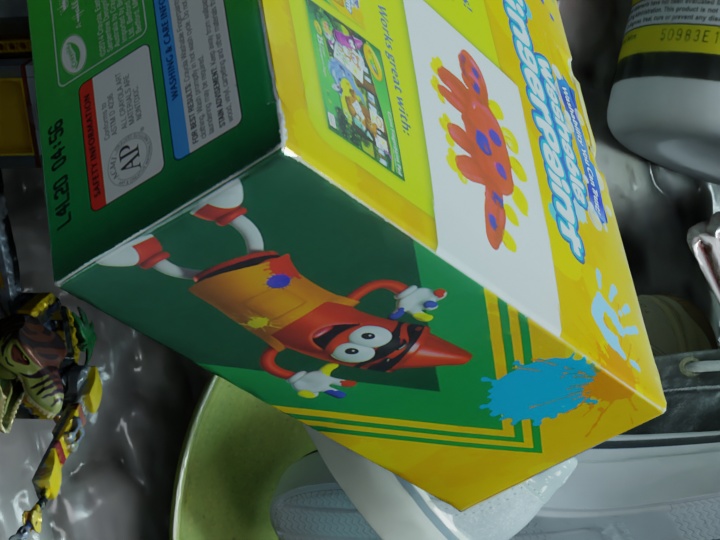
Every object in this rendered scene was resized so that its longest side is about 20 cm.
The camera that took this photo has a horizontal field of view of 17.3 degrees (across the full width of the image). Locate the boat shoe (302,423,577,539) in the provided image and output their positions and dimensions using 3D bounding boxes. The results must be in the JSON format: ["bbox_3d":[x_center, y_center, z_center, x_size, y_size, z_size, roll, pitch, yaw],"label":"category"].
[{"bbox_3d":[0.000,0.000,0.728,0.071,0.201,0.070,-36,153,8],"label":"boat shoe"}]

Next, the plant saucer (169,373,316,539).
[{"bbox_3d":[0.008,0.083,0.834,0.199,0.031,0.201,-4,96,-38],"label":"plant saucer"}]

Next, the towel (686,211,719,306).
[{"bbox_3d":[0.173,0.062,0.851,0.032,0.200,0.192,-27,89,9],"label":"towel"}]

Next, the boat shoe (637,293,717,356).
[{"bbox_3d":[0.084,0.108,0.839,0.064,0.071,0.201,5,83,-33],"label":"boat shoe"}]

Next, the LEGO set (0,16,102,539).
[{"bbox_3d":[-0.100,0.006,0.633,0.200,0.115,0.155,-32,120,-68],"label":"LEGO set"}]

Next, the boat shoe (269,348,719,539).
[{"bbox_3d":[0.070,0.064,0.759,0.072,0.199,0.071,67,28,-42],"label":"boat shoe"}]

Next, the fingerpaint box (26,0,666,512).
[{"bbox_3d":[-0.010,-0.059,0.623,0.167,0.073,0.201,32,38,-46],"label":"fingerpaint box"}]

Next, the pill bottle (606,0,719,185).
[{"bbox_3d":[0.168,-0.134,0.890,0.112,0.112,0.201,19,82,-38],"label":"pill bottle"}]
